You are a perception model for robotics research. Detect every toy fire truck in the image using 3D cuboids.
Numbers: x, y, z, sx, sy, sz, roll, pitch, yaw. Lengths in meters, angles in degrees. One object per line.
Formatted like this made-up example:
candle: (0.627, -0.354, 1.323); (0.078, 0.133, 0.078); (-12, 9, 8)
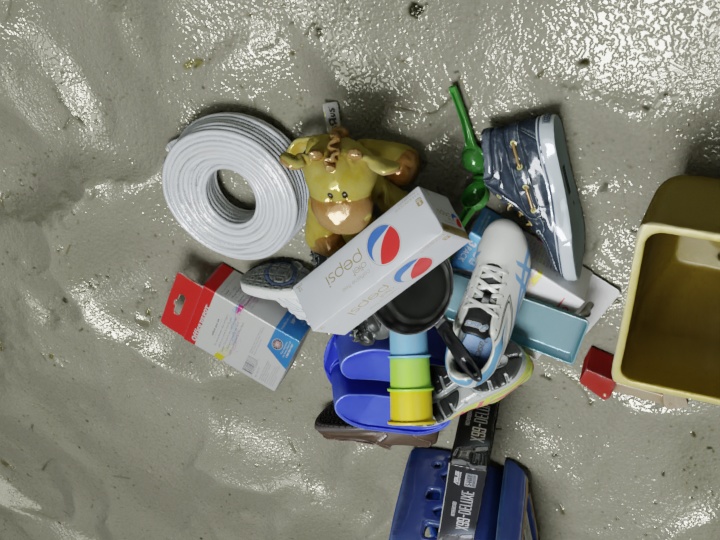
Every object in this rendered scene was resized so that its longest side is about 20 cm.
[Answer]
toy fire truck: (0.389, 0.126, 1.119); (0.199, 0.049, 0.141); (26, 129, 5)

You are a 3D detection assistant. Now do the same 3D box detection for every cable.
cable: (-0.161, -0.109, 1.190); (0.200, 0.069, 0.200); (-29, 107, 35)

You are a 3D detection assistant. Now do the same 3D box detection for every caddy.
caddy: (0.048, 0.138, 1.236); (0.199, 0.105, 0.142); (8, 118, -3)

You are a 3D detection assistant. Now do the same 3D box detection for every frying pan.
frying pan: (0.088, 0.033, 1.033); (0.190, 0.031, 0.115); (29, 99, 32)

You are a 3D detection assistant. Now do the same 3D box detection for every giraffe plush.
giraffe plush: (-0.012, -0.101, 1.043); (0.172, 0.162, 0.201); (-26, 95, 6)

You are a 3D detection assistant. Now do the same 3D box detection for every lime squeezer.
lime squeezer: (0.122, -0.113, 1.072); (0.038, 0.070, 0.201); (13, 102, 62)

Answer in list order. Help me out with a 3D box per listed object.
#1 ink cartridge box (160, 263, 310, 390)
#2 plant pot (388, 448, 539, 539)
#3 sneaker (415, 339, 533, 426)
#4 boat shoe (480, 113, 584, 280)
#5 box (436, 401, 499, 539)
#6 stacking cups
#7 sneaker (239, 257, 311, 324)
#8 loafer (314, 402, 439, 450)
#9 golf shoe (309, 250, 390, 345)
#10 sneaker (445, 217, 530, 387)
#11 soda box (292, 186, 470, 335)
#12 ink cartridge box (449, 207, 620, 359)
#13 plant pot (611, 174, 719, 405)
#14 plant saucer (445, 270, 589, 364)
ink cartridge box: (-0.180, 0.073, 1.320); (0.199, 0.067, 0.116); (30, 128, 2)
plant pot: (0.158, 0.392, 1.309); (0.179, 0.200, 0.201); (-5, 120, 18)
sneaker: (0.132, 0.148, 1.140); (0.199, 0.090, 0.079); (-23, 68, 29)
boat shoe: (0.202, -0.081, 1.056); (0.091, 0.071, 0.201); (-5, 112, 28)
box: (0.148, 0.245, 1.208); (0.050, 0.200, 0.158); (11, 126, 9)
stacking cups: (0.059, 0.085, 1.103); (0.060, 0.060, 0.201); (-5, 82, 26)
sneaker: (-0.074, 0.040, 1.252); (0.199, 0.075, 0.087); (11, 130, 18)
loafer: (0.025, 0.236, 1.335); (0.199, 0.073, 0.071); (-2, 120, 25)
golf shoe: (0.000, 0.000, 1.177); (0.201, 0.094, 0.078); (65, 151, 20)
sneaker: (0.147, 0.039, 1.040); (0.072, 0.072, 0.201); (15, 96, 15)
soda box: (0.022, -0.007, 1.028); (0.200, 0.068, 0.064); (-39, 64, 23)
ink cartridge box: (0.203, 0.027, 1.122); (0.199, 0.068, 0.115); (31, 129, 2)
plant pot: (0.382, 0.001, 0.942); (0.193, 0.200, 0.196); (11, 126, 17)
plant saucer: (0.172, 0.050, 1.096); (0.199, 0.019, 0.070); (19, 127, 12)
